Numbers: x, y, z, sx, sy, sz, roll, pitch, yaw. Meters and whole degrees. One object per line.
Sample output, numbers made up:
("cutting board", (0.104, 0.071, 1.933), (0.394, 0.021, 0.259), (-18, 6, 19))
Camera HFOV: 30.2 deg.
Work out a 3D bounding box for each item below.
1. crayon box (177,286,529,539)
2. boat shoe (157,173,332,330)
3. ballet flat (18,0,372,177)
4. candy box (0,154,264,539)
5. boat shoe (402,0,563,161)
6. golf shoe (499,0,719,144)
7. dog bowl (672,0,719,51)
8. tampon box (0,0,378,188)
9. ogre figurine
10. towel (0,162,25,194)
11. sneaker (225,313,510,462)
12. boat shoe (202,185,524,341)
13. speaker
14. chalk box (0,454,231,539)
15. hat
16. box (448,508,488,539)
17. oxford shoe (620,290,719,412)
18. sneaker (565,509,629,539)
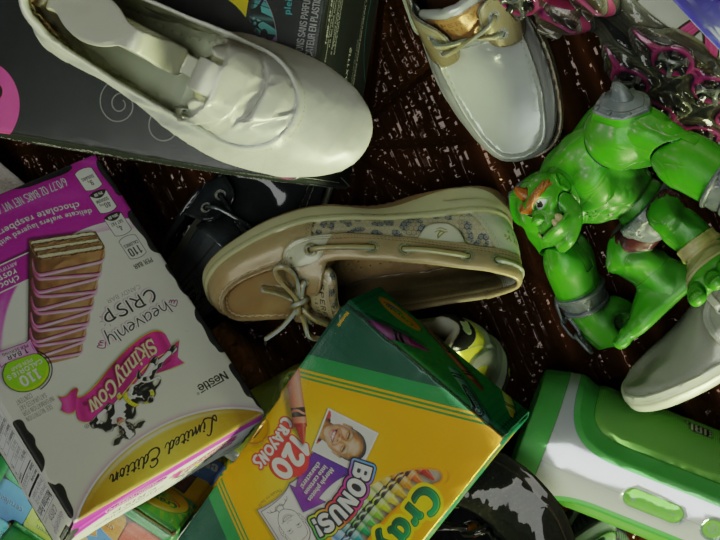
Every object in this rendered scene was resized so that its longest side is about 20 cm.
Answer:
("crayon box", (-0.007, 0.125, 0.793), (0.119, 0.058, 0.200), (39, 111, 12))
("boat shoe", (-0.088, -0.019, 0.866), (0.075, 0.066, 0.199), (45, 113, -3))
("ballet flat", (-0.091, -0.102, 0.678), (0.199, 0.069, 0.070), (27, 113, 10))
("candy box", (-0.170, 0.045, 0.805), (0.200, 0.136, 0.061), (55, 148, 11))
("boat shoe", (0.059, -0.151, 0.782), (0.074, 0.068, 0.201), (-22, 102, 20))
("golf shoe", (0.163, -0.150, 0.752), (0.200, 0.092, 0.072), (36, 152, -21))
("dog bowl", (0.186, -0.184, 0.668), (0.079, 0.200, 0.200), (-40, 95, 25))
("tampon box", (-0.103, -0.136, 0.778), (0.199, 0.126, 0.151), (9, 92, 11))
("ogre figurine", (0.152, -0.030, 0.768), (0.098, 0.200, 0.120), (-42, 86, -11))
("towel", (-0.281, -0.020, 0.877), (0.200, 0.035, 0.133), (40, 72, 11))
("sneaker", (-0.007, 0.070, 0.860), (0.199, 0.076, 0.076), (-21, 143, 11))
("boat shoe", (0.000, 0.000, 0.822), (0.199, 0.063, 0.073), (-14, 143, 5))
("speaker", (0.197, 0.132, 0.834), (0.199, 0.088, 0.089), (21, 112, 6))
("chalk box", (-0.176, 0.155, 0.875), (0.124, 0.200, 0.124), (33, 113, 1))
("hat", (0.062, 0.195, 0.855), (0.199, 0.081, 0.202), (3, 99, 18))
("box", (0.003, 0.200, 0.934), (0.110, 0.035, 0.200), (37, 113, 0))
("oxford shoe", (0.230, 0.009, 0.790), (0.200, 0.075, 0.058), (-41, 106, 15))
("sneaker", (0.145, 0.245, 0.904), (0.083, 0.081, 0.201), (12, 121, -4))
